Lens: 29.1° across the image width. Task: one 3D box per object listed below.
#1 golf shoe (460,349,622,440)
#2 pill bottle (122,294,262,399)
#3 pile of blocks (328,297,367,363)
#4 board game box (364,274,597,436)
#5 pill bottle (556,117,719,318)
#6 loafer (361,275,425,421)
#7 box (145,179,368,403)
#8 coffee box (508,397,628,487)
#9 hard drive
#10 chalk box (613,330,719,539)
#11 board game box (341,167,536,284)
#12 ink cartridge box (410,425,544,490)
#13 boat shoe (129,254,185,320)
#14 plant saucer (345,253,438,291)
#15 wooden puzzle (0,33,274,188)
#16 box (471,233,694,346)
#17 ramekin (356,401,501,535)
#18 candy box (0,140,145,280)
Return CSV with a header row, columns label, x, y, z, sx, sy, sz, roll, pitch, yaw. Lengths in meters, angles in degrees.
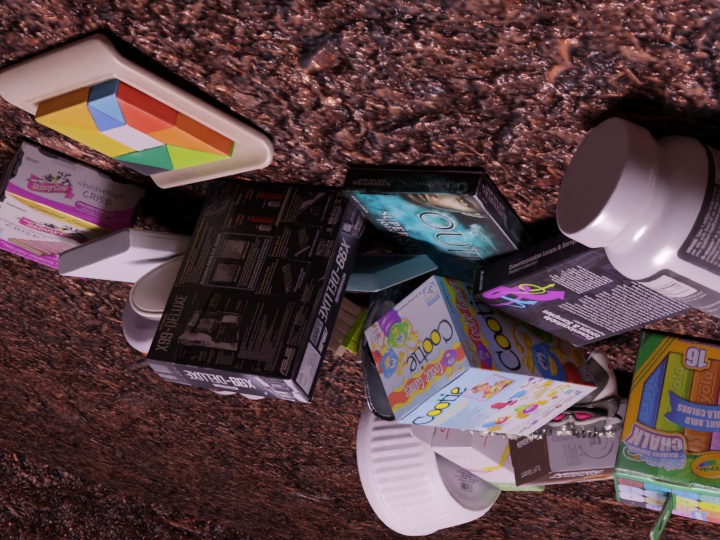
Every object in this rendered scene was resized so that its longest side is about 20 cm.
label,x,y,z,sx,sy,sz,roll,pitch,yaw
golf shoe,0.185,0.136,1.472,0.199,0.089,0.077,-7,168,34
pill bottle,-0.179,0.079,1.658,0.112,0.114,0.200,-2,153,40
pile of blocks,0.043,0.073,1.523,0.199,0.083,0.062,-4,152,41
board game box,0.118,0.087,1.353,0.199,0.103,0.105,12,138,-46
pill bottle,0.255,-0.033,1.040,0.199,0.117,0.116,23,159,-18
loafer,0.028,0.083,1.428,0.068,0.071,0.202,15,130,13
box,-0.095,0.015,1.299,0.157,0.201,0.050,5,153,25
coffee box,0.281,0.193,1.575,0.199,0.080,0.114,-2,163,-15
hard drive,-0.196,-0.009,1.454,0.199,0.027,0.131,7,164,-44
chalk box,0.331,0.184,1.428,0.123,0.201,0.125,9,160,16
board game box,0.086,-0.036,1.283,0.134,0.028,0.200,4,157,30
ink cartridge box,0.153,0.180,1.670,0.067,0.118,0.200,-5,152,42
boat shoe,-0.130,0.008,1.386,0.199,0.067,0.057,-22,153,-4
plant saucer,0.000,0.000,1.355,0.070,0.019,0.200,-21,-170,-23
wooden puzzle,-0.203,-0.130,1.236,0.184,0.037,0.200,-6,150,46
box,0.218,0.009,1.250,0.142,0.036,0.200,25,148,-31
ramekin,0.097,0.226,1.735,0.105,0.201,0.200,-14,146,38
candy box,-0.323,-0.058,1.479,0.136,0.061,0.200,21,159,-17
